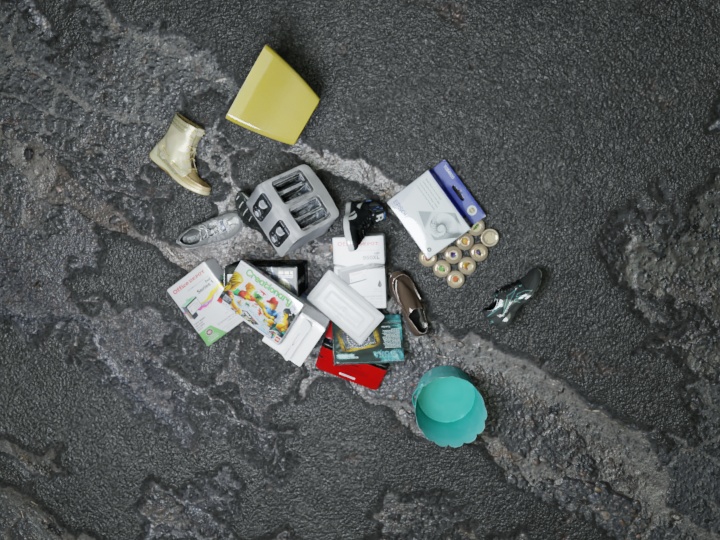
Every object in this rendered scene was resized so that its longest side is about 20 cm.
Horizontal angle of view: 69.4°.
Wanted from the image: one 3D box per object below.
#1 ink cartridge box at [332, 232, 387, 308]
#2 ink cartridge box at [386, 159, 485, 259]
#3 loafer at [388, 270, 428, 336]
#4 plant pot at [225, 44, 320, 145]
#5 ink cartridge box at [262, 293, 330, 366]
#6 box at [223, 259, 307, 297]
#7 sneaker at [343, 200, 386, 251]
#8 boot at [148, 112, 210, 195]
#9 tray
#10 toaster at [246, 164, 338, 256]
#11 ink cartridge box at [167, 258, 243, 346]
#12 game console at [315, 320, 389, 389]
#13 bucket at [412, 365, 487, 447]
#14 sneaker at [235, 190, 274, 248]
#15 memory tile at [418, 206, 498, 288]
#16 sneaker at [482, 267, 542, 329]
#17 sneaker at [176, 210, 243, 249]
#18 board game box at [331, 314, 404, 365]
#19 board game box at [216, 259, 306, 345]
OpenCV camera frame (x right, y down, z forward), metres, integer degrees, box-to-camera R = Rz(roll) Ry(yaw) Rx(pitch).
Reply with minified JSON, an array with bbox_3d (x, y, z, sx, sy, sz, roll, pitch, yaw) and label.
[{"bbox_3d":[0.000,0.000,1.448,0.143,0.084,0.202,-2,98,5],"label":"ink cartridge box"},{"bbox_3d":[0.208,-0.167,1.422,0.199,0.041,0.200,-37,88,9],"label":"ink cartridge box"},{"bbox_3d":[0.145,0.092,1.452,0.073,0.071,0.201,-29,99,-11],"label":"loafer"},{"bbox_3d":[-0.213,-0.433,1.358,0.176,0.200,0.201,31,99,-13],"label":"plant pot"},{"bbox_3d":[-0.169,0.156,1.424,0.125,0.200,0.129,34,99,-1],"label":"ink cartridge box"},{"bbox_3d":[-0.255,0.021,1.430,0.198,0.164,0.087,0,98,3],"label":"box"},{"bbox_3d":[0.015,-0.129,1.376,0.111,0.201,0.074,-8,128,6],"label":"sneaker"},{"bbox_3d":[-0.469,-0.320,1.442,0.200,0.073,0.156,39,102,3],"label":"boot"},{"bbox_3d":[-0.043,0.102,1.414,0.200,0.022,0.108,40,102,0],"label":"tray"},{"bbox_3d":[-0.171,-0.162,1.387,0.199,0.119,0.182,-31,87,-32],"label":"toaster"},{"bbox_3d":[-0.429,0.088,1.491,0.144,0.084,0.201,-35,94,8],"label":"ink cartridge box"},{"bbox_3d":[-0.009,0.227,1.515,0.198,0.119,0.173,21,130,1],"label":"game console"},{"bbox_3d":[0.244,0.373,1.459,0.205,0.135,0.209,1,97,4],"label":"bucket"},{"bbox_3d":[-0.269,-0.146,1.454,0.200,0.079,0.074,44,135,-6],"label":"sneaker"},{"bbox_3d":[0.275,-0.063,1.456,0.153,0.017,0.200,38,98,-2],"label":"memory tile"},{"bbox_3d":[0.420,0.068,1.435,0.079,0.075,0.201,37,98,1],"label":"sneaker"},{"bbox_3d":[-0.422,-0.105,1.464,0.199,0.082,0.075,-24,96,7],"label":"sneaker"},{"bbox_3d":[0.020,0.193,1.456,0.198,0.028,0.137,-1,71,-8],"label":"board game box"},{"bbox_3d":[-0.252,0.081,1.326,0.199,0.035,0.127,34,98,6],"label":"board game box"}]
